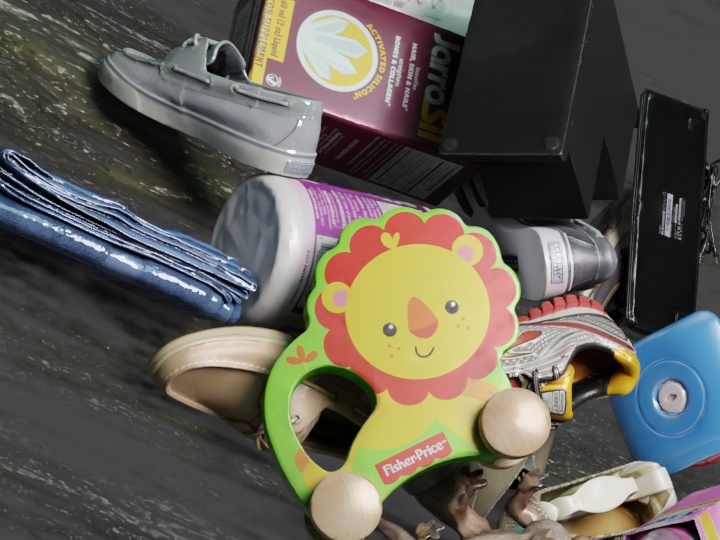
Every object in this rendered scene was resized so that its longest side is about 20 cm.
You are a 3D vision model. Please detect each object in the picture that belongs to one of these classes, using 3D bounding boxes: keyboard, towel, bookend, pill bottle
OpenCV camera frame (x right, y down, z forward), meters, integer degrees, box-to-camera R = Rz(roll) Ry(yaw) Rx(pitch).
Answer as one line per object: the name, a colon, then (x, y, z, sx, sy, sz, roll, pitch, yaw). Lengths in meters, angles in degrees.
keyboard: (0.248, -0.040, 1.660, 0.104, 0.040, 0.201, 16, 75, -36)
towel: (-0.173, -0.022, 1.358, 0.200, 0.112, 0.049, 24, 82, -21)
bookend: (0.141, -0.104, 1.540, 0.200, 0.092, 0.199, 66, 31, -51)
pill bottle: (0.000, 0.000, 1.472, 0.200, 0.112, 0.113, 11, 50, -33)

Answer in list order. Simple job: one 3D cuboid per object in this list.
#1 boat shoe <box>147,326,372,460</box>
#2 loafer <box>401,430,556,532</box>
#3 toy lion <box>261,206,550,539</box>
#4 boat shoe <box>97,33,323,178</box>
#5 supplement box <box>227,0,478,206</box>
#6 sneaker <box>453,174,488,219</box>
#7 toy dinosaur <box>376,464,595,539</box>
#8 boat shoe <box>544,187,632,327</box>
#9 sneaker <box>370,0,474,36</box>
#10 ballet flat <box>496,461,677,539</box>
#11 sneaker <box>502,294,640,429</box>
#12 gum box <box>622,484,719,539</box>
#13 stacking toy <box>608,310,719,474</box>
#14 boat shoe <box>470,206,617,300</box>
boat shoe: (-0.051, 0.089, 1.387, 0.200, 0.071, 0.065, 13, 49, -33)
loafer: (0.103, 0.130, 1.489, 0.200, 0.075, 0.070, -34, 95, -44)
toy lion: (0.022, 0.061, 1.350, 0.200, 0.069, 0.192, -26, 81, -11)
boat shoe: (-0.104, -0.131, 1.467, 0.201, 0.072, 0.070, 27, 13, 32)
supplement box: (-0.003, -0.141, 1.573, 0.200, 0.086, 0.111, 18, 65, -18)
sneaker: (0.110, -0.122, 1.705, 0.115, 0.075, 0.200, 8, 57, -46)
toy dinosaur: (0.101, 0.213, 1.393, 0.199, 0.136, 0.086, 0, 34, 10)
boat shoe: (0.211, 0.006, 1.668, 0.073, 0.074, 0.200, 41, 42, -4)
sneaker: (0.020, -0.218, 1.638, 0.199, 0.081, 0.077, 1, 49, -5)
ballet flat: (0.186, 0.174, 1.506, 0.200, 0.075, 0.068, -8, 59, -43)
sneaker: (0.107, 0.072, 1.420, 0.200, 0.078, 0.082, -16, 36, -24)
gum box: (0.274, 0.262, 1.467, 0.113, 0.066, 0.200, -19, 88, -53)
stacking toy: (0.296, 0.101, 1.655, 0.200, 0.116, 0.110, 2, 63, -56)
boat shoe: (0.137, -0.014, 1.549, 0.068, 0.200, 0.072, -5, 93, -15)
